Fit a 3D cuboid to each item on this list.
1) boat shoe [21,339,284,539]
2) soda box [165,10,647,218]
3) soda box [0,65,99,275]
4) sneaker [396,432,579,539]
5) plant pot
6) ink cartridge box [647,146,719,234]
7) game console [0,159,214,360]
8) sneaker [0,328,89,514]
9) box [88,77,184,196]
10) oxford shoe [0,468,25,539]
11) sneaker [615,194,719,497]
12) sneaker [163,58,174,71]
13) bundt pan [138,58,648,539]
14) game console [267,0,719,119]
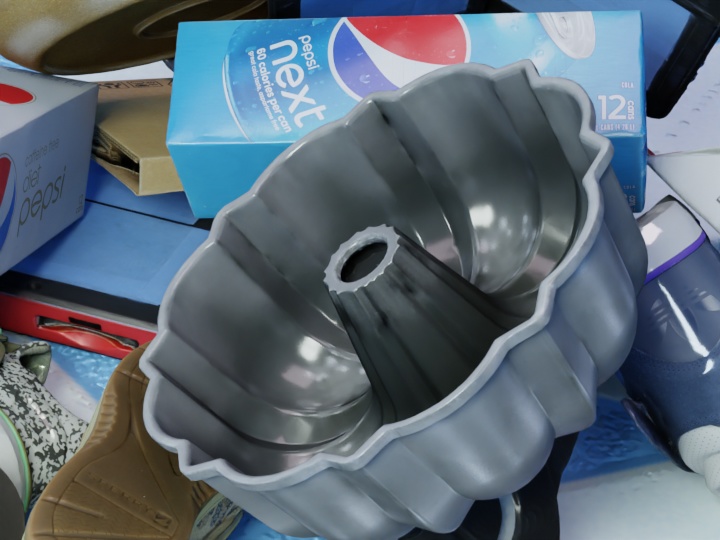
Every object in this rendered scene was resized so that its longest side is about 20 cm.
[{"bbox_3d":[-0.086,0.087,0.780,0.073,0.063,0.200,33,29,5],"label":"boat shoe"},{"bbox_3d":[0.022,-0.066,0.860,0.199,0.068,0.064,-1,63,7],"label":"soda box"},{"bbox_3d":[-0.174,-0.038,0.858,0.063,0.068,0.200,12,17,8],"label":"soda box"},{"bbox_3d":[0.019,0.099,0.800,0.115,0.076,0.201,-17,40,46],"label":"sneaker"},{"bbox_3d":[-0.074,-0.126,0.901,0.199,0.028,0.200,-17,-2,-1],"label":"plant pot"},{"bbox_3d":[0.200,-0.014,0.904,0.162,0.050,0.200,35,14,-43],"label":"ink cartridge box"},{"bbox_3d":[-0.124,-0.024,0.976,0.199,0.031,0.177,14,36,12],"label":"game console"},{"bbox_3d":[-0.178,0.044,0.851,0.088,0.077,0.200,-11,42,-42],"label":"sneaker"},{"bbox_3d":[-0.043,-0.074,1.010,0.199,0.021,0.163,-5,19,-24],"label":"box"},{"bbox_3d":[-0.204,0.143,0.709,0.071,0.072,0.200,-6,29,42],"label":"oxford shoe"},{"bbox_3d":[0.150,0.046,0.885,0.080,0.147,0.200,-34,-2,3],"label":"sneaker"},{"bbox_3d":[-0.065,-0.146,1.083,0.120,0.084,0.200,6,14,-21],"label":"sneaker"},{"bbox_3d":[0.020,0.019,0.741,0.201,0.076,0.202,-27,34,21],"label":"bundt pan"},{"bbox_3d":[0.060,-0.103,0.908,0.172,0.200,0.119,32,79,5],"label":"game console"}]
